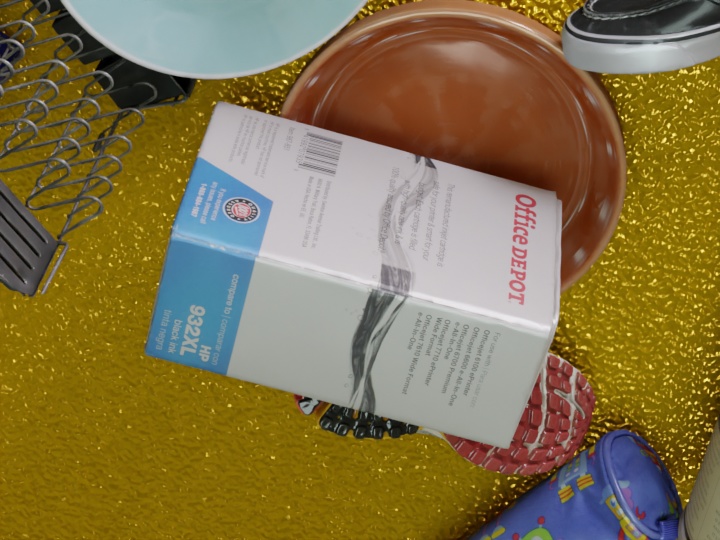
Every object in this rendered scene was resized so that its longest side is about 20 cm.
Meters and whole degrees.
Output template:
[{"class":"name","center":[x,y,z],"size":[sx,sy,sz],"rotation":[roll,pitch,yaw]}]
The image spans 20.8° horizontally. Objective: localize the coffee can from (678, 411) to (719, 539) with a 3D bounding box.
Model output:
[{"class":"coffee can","center":[0.275,0.089,1.104],"size":[0.146,0.147,0.201],"rotation":[13,121,-1]}]

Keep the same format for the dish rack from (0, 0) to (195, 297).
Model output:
[{"class":"dish rack","center":[-0.172,-0.093,1.019],"size":[0.054,0.200,0.153],"rotation":[-20,124,32]}]

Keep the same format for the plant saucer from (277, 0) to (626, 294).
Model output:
[{"class":"plant saucer","center":[0.050,-0.060,1.111],"size":[0.199,0.032,0.201],"rotation":[3,121,6]}]

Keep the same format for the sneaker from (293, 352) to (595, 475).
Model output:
[{"class":"sneaker","center":[0.049,0.063,1.166],"size":[0.199,0.082,0.078],"rotation":[16,102,-19]}]

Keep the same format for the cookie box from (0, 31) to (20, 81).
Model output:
[{"class":"cookie box","center":[-0.322,-0.110,1.100],"size":[0.200,0.075,0.171],"rotation":[35,118,-13]}]

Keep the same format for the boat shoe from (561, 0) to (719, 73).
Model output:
[{"class":"boat shoe","center":[0.197,-0.156,1.011],"size":[0.199,0.074,0.068],"rotation":[-11,123,12]}]

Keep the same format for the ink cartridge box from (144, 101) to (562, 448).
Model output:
[{"class":"ink cartridge box","center":[0.000,0.000,1.049],"size":[0.199,0.145,0.084],"rotation":[15,122,-2]}]

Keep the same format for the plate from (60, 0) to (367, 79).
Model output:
[{"class":"plate","center":[-0.073,-0.197,1.022],"size":[0.199,0.026,0.201],"rotation":[-7,119,-13]}]

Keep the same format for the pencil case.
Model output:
[{"class":"pencil case","center":[0.111,0.183,1.213],"size":[0.200,0.078,0.087],"rotation":[-41,68,28]}]
